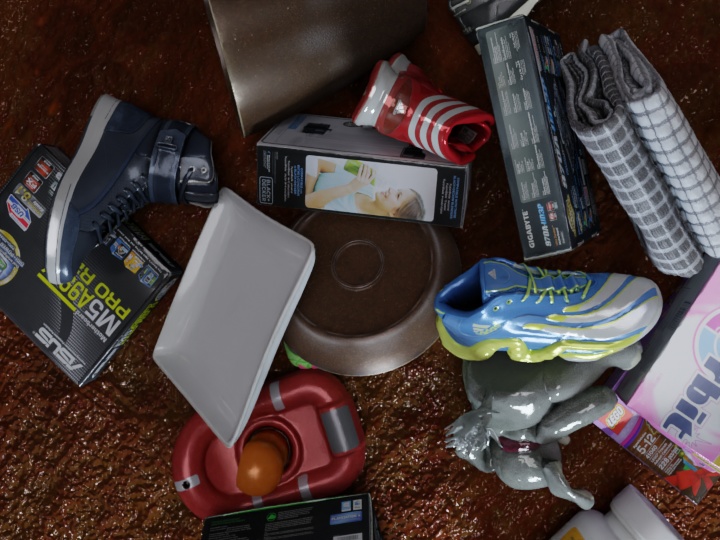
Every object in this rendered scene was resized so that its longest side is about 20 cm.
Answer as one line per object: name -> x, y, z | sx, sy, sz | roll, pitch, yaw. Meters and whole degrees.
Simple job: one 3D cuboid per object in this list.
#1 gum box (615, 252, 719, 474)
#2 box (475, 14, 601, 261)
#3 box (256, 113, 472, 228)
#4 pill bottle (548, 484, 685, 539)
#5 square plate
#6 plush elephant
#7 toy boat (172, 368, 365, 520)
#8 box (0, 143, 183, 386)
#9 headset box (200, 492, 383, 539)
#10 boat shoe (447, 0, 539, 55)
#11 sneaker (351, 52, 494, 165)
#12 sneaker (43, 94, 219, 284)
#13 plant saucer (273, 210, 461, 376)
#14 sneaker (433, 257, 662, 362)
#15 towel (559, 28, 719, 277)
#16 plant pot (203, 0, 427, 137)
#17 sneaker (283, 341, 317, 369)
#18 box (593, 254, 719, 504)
gum box -> 0.334, 0.076, 0.767 | 0.112, 0.066, 0.202 | 33, 96, 6
box -> 0.169, -0.121, 0.766 | 0.045, 0.158, 0.205 | -11, 93, 26
box -> 0.009, -0.099, 0.799 | 0.195, 0.117, 0.061 | 8, 116, 9
pill bottle -> 0.222, 0.309, 0.813 | 0.113, 0.113, 0.200 | 44, 96, 2
square plate -> -0.126, 0.038, 0.823 | 0.028, 0.197, 0.203 | 19, 98, -39
plush elephant -> 0.165, 0.139, 0.798 | 0.163, 0.157, 0.200 | 22, 57, 42
toy boat -> -0.096, 0.185, 0.830 | 0.196, 0.131, 0.133 | -19, 91, 7
box -> -0.311, -0.007, 0.885 | 0.200, 0.044, 0.161 | 44, 96, 2
headset box -> -0.051, 0.332, 0.818 | 0.170, 0.094, 0.203 | -10, 123, 7
boat shoe -> 0.172, -0.299, 0.799 | 0.199, 0.072, 0.068 | -40, 93, 9
sneaker -> 0.060, -0.137, 0.761 | 0.114, 0.200, 0.079 | 29, 111, 1
sneaker -> -0.219, -0.067, 0.826 | 0.143, 0.077, 0.206 | 17, 68, -5
plant saucer -> 0.000, 0.000, 0.809 | 0.195, 0.035, 0.204 | -4, 64, 7
sneaker -> 0.152, 0.031, 0.709 | 0.196, 0.105, 0.077 | -14, 59, 21
towel -> 0.243, -0.108, 0.727 | 0.085, 0.201, 0.166 | -31, 113, 21
plant pot -> -0.043, -0.244, 0.786 | 0.196, 0.187, 0.191 | -16, 92, -7
sneaker -> 0.010, 0.036, 0.837 | 0.196, 0.077, 0.086 | -19, 92, 5
box -> 0.335, 0.107, 0.823 | 0.136, 0.039, 0.202 | 36, 97, 4
